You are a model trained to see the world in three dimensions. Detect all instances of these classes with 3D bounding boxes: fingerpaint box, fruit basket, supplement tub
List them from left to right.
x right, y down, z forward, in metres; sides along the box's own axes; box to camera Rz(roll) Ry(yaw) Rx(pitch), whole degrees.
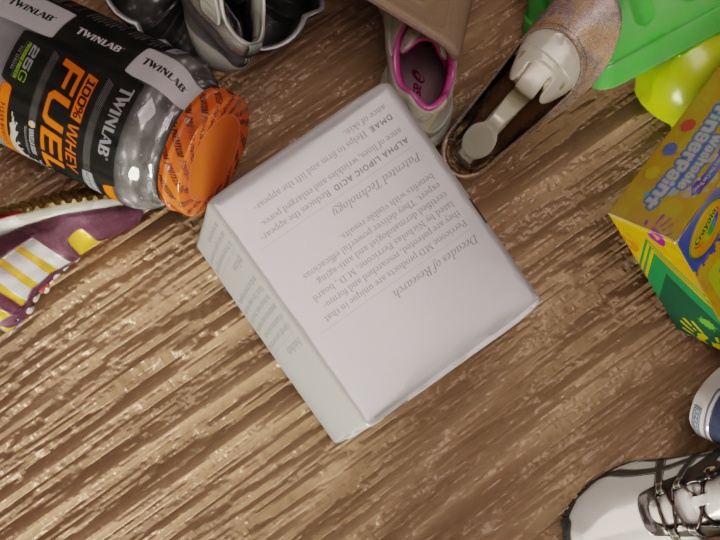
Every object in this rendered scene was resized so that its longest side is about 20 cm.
[{"bbox_3d":[-0.191,-0.124,1.338,0.199,0.123,0.123,25,77,18],"label":"supplement tub"},{"bbox_3d":[0.249,-0.201,1.453,0.214,0.156,0.217,-14,124,-22],"label":"fruit basket"},{"bbox_3d":[0.302,-0.062,1.405,0.073,0.167,0.200,27,73,42],"label":"fingerpaint box"}]

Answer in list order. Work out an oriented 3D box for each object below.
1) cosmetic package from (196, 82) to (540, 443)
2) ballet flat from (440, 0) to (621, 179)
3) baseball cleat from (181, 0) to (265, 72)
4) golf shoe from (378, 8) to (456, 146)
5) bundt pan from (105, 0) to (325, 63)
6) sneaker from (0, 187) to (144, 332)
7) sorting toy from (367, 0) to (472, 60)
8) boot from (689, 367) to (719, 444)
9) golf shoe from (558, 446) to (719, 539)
[{"bbox_3d":[0.000,0.000,1.351,0.165,0.165,0.201,-35,88,-12],"label":"cosmetic package"},{"bbox_3d":[0.128,-0.136,1.381,0.068,0.200,0.067,42,38,4],"label":"ballet flat"},{"bbox_3d":[-0.118,-0.249,1.328,0.069,0.106,0.201,-28,90,-25],"label":"baseball cleat"},{"bbox_3d":[0.051,-0.200,1.430,0.075,0.092,0.202,-1,79,-7],"label":"golf shoe"},{"bbox_3d":[-0.117,-0.251,1.421,0.200,0.076,0.204,1,80,-8],"label":"bundt pan"},{"bbox_3d":[-0.257,-0.004,1.370,0.199,0.075,0.091,-15,101,-11],"label":"sneaker"},{"bbox_3d":[0.010,-0.272,1.388,0.199,0.036,0.186,32,46,-21],"label":"sorting toy"},{"bbox_3d":[0.354,0.079,1.406,0.200,0.073,0.090,-42,46,-23],"label":"boot"},{"bbox_3d":[0.252,0.176,1.394,0.199,0.094,0.078,-19,85,-9],"label":"golf shoe"}]
